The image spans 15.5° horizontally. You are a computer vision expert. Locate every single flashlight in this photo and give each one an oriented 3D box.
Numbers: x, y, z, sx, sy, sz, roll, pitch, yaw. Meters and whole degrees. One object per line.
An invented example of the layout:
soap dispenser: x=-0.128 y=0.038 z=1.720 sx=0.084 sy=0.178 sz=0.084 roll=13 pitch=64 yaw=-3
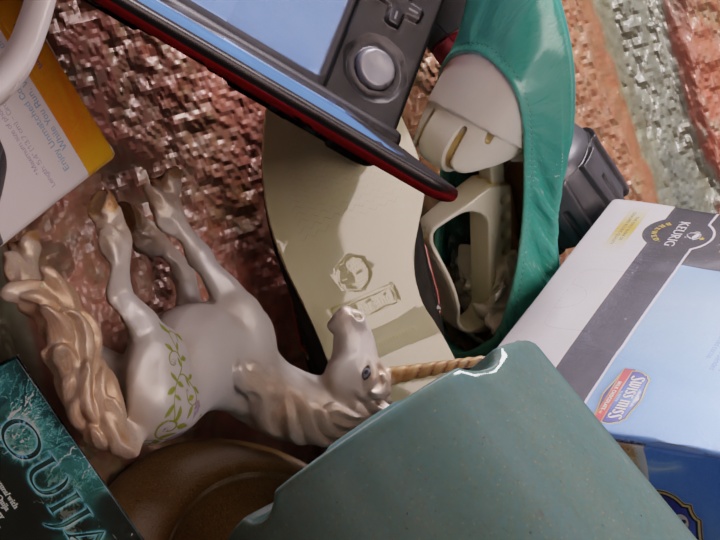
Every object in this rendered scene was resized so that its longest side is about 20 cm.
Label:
flashlight: x=0.057 y=-0.095 z=1.252 sx=0.068 sy=0.068 sz=0.200 roll=-45 pitch=112 yaw=-22

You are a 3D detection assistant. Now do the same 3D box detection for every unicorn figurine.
unicorn figurine: x=-0.064 y=0.026 z=1.087 sx=0.200 sy=0.074 sz=0.137 roll=-28 pitch=86 yaw=-43

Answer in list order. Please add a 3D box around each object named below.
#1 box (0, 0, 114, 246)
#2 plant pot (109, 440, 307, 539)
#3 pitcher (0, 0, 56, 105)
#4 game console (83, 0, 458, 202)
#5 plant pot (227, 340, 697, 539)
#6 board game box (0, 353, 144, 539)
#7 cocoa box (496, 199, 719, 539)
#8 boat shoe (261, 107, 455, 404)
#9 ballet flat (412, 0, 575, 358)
box: x=-0.195 y=-0.042 z=1.019 sx=0.200 sy=0.041 sz=0.119 roll=-42 pitch=108 yaw=-39
plant pot: x=-0.031 y=0.159 z=1.091 sx=0.200 sy=0.027 sz=0.200 roll=25 pitch=50 yaw=-33
pitcher: x=-0.125 y=-0.164 z=0.939 sx=0.200 sy=0.121 sz=0.172 roll=-41 pitch=119 yaw=-37
game console: x=-0.040 y=-0.130 z=1.083 sx=0.200 sy=0.119 sz=0.172 roll=30 pitch=64 yaw=-20
plant pot: x=0.059 y=0.147 z=1.024 sx=0.200 sy=0.200 sz=0.196 roll=-25 pitch=76 yaw=-44
board game box: x=-0.126 y=0.142 z=0.978 sx=0.135 sy=0.028 sz=0.200 roll=-28 pitch=79 yaw=-38
cocoa box: x=0.141 y=0.075 z=1.189 sx=0.200 sy=0.131 sz=0.133 roll=-48 pitch=140 yaw=-50
boat shoe: x=-0.003 y=0.001 z=1.177 sx=0.074 sy=0.063 sz=0.202 roll=-16 pitch=89 yaw=-14
ballet flat: x=0.058 y=-0.042 z=1.200 sx=0.070 sy=0.067 sz=0.200 roll=-26 pitch=126 yaw=-37
